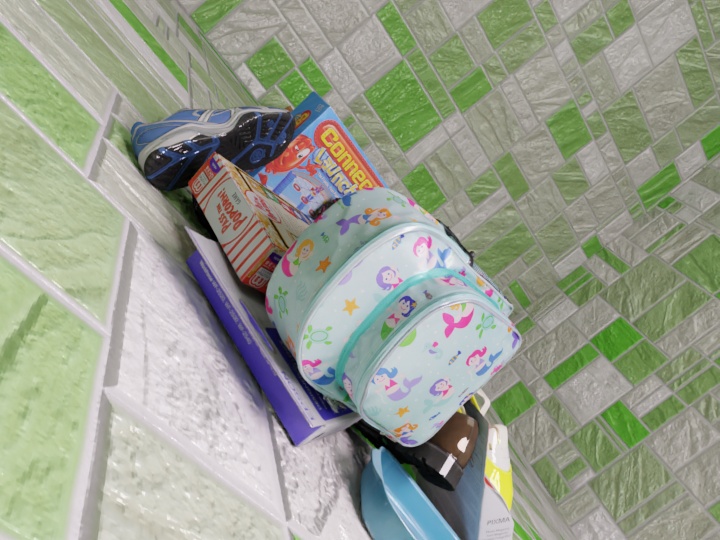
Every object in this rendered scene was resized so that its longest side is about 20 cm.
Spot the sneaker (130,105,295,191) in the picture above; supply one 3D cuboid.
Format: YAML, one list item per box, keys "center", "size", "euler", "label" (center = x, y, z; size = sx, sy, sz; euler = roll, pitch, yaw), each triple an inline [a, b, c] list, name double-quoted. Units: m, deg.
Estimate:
- center: [-0.158, -0.154, 0.702]
  size: [0.198, 0.077, 0.077]
  euler: [-21, 54, -39]
  label: "sneaker"

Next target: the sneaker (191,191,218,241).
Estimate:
- center: [-0.124, -0.029, 0.754]
  size: [0.199, 0.075, 0.088]
  euler: [40, 21, -34]
  label: "sneaker"

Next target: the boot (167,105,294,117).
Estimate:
- center: [-0.154, -0.177, 0.878]
  size: [0.200, 0.154, 0.074]
  euler: [47, 6, -12]
  label: "boot"

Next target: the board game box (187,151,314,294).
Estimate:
- center: [-0.069, -0.020, 0.652]
  size: [0.199, 0.046, 0.152]
  euler: [34, 16, -50]
  label: "board game box"

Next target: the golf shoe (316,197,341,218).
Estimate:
- center: [0.000, 0.000, 0.801]
  size: [0.092, 0.072, 0.202]
  euler: [41, 21, -60]
  label: "golf shoe"

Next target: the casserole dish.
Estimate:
- center: [0.058, 0.257, 0.594]
  size: [0.201, 0.039, 0.121]
  euler: [53, 5, -9]
  label: "casserole dish"

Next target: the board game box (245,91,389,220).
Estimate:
- center: [-0.071, -0.094, 0.852]
  size: [0.200, 0.195, 0.056]
  euler: [46, 3, -43]
  label: "board game box"

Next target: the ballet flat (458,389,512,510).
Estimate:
- center: [0.146, 0.198, 0.795]
  size: [0.066, 0.067, 0.202]
  euler: [21, 32, -43]
  label: "ballet flat"

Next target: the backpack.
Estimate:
- center: [0.026, 0.039, 0.535]
  size: [0.200, 0.178, 0.151]
  euler: [42, 6, -39]
  label: "backpack"

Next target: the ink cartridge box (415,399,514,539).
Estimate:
- center: [0.115, 0.208, 0.703]
  size: [0.163, 0.056, 0.204]
  euler: [-129, -139, -62]
  label: "ink cartridge box"

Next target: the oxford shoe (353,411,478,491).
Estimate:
- center: [0.050, 0.157, 0.670]
  size: [0.198, 0.085, 0.073]
  euler: [11, -33, 52]
  label: "oxford shoe"

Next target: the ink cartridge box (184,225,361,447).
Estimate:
- center: [-0.081, 0.065, 0.589]
  size: [0.199, 0.043, 0.200]
  euler: [55, 5, 15]
  label: "ink cartridge box"
